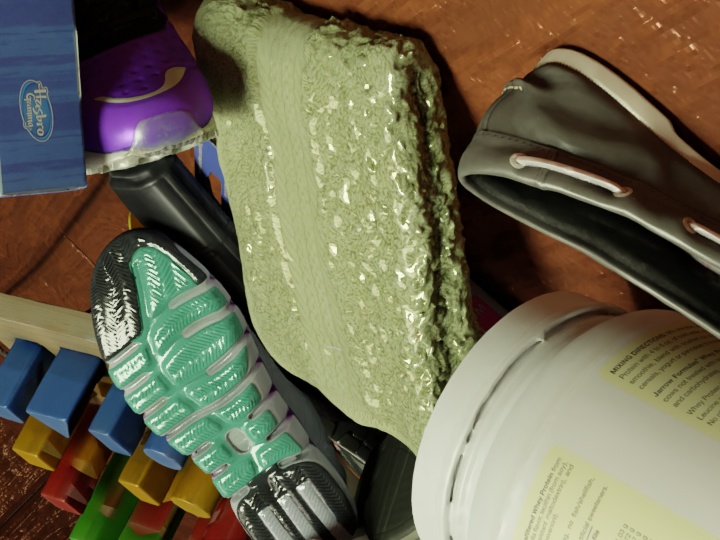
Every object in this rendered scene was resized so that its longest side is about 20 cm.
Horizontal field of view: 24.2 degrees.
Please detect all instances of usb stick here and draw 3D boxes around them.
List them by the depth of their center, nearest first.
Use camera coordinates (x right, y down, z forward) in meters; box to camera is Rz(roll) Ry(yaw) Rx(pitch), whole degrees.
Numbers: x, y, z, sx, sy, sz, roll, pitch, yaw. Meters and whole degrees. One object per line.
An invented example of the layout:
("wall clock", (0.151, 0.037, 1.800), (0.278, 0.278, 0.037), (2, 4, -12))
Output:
("usb stick", (-0.059, 0.009, 0.891), (0.055, 0.033, 0.200), (6, 142, 53))

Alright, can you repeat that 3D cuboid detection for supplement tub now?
("supplement tub", (0.132, 0.101, 0.614), (0.200, 0.145, 0.145), (28, 157, 38))

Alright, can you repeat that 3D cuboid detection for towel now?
("towel", (-0.010, -0.019, 0.730), (0.148, 0.036, 0.200), (24, 132, 45))

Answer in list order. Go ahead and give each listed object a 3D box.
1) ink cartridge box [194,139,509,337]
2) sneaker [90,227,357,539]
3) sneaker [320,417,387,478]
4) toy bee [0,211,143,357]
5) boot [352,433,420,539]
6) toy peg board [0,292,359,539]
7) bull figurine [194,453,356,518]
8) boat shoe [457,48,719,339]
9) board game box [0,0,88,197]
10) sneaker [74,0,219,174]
("ink cartridge box", (0.000, 0.000, 0.847), (0.200, 0.042, 0.119), (38, 164, 8))
("sneaker", (-0.072, 0.062, 0.886), (0.200, 0.074, 0.088), (59, -171, -10))
("sneaker", (0.029, 0.110, 1.017), (0.200, 0.076, 0.088), (50, 174, -3))
("toy bee", (-0.134, 0.005, 1.090), (0.200, 0.109, 0.131), (12, 144, 14))
("boot", (0.080, 0.132, 0.870), (0.154, 0.074, 0.204), (20, 165, -5))
("toy peg board", (-0.130, 0.117, 1.024), (0.200, 0.098, 0.199), (10, 154, 34))
("bull figurine", (-0.070, 0.156, 1.206), (0.200, 0.065, 0.121), (4, 155, 9))
("boat shoe", (0.120, 0.003, 0.562), (0.200, 0.057, 0.067), (38, 162, 17))
("board game box", (-0.179, -0.138, 0.734), (0.199, 0.043, 0.200), (12, 106, 58))
("sneaker", (-0.122, -0.115, 0.743), (0.200, 0.070, 0.100), (-131, 27, -57))
